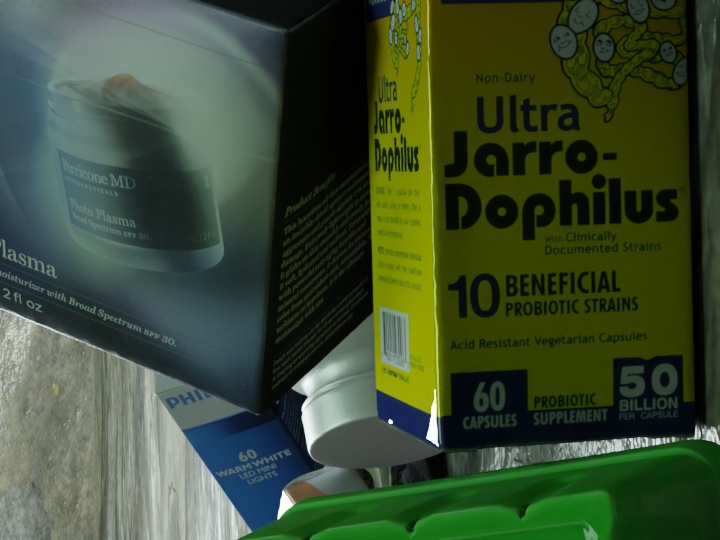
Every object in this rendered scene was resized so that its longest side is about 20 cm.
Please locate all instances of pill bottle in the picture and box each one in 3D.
[{"bbox_3d":[0.000,0.000,1.157,0.112,0.112,0.201,114,150,-63],"label":"pill bottle"}]

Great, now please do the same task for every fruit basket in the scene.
[{"bbox_3d":[0.066,0.157,0.841,0.216,0.215,0.156,135,131,-72],"label":"fruit basket"}]

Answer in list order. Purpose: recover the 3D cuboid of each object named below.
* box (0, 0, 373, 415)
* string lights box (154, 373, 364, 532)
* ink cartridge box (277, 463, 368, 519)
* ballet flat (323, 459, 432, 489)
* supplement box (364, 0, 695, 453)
[{"bbox_3d":[-0.096,-0.071,0.985,0.123,0.199,0.199,-41,-36,-50],"label":"box"},{"bbox_3d":[-0.051,0.096,1.284,0.103,0.059,0.200,-90,-24,-49],"label":"string lights box"},{"bbox_3d":[0.013,0.229,1.156,0.200,0.050,0.162,56,151,32],"label":"ink cartridge box"},{"bbox_3d":[0.008,0.099,1.242,0.072,0.072,0.201,111,153,-60],"label":"ballet flat"},{"bbox_3d":[0.067,-0.034,0.870,0.109,0.108,0.201,-168,76,-77],"label":"supplement box"}]
